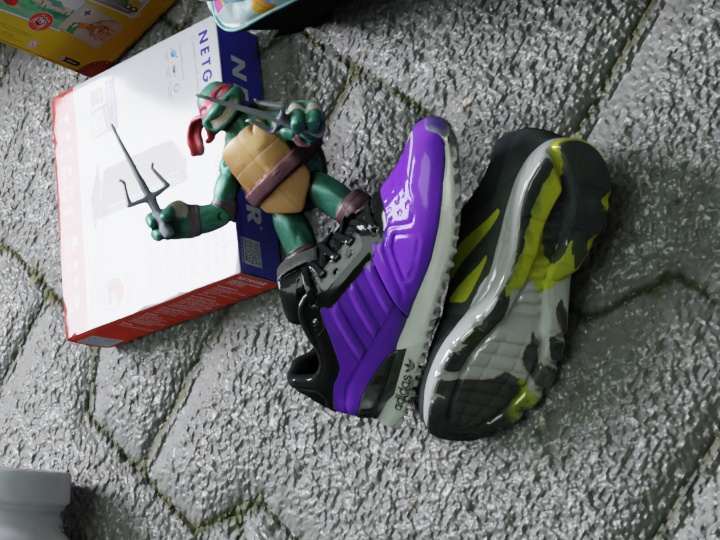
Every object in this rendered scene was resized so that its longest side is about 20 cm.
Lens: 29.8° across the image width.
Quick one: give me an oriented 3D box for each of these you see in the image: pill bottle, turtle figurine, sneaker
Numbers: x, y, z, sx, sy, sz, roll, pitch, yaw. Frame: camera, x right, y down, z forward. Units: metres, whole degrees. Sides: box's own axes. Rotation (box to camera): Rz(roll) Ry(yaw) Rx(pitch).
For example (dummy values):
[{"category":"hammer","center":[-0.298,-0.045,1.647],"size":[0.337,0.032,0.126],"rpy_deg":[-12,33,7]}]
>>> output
[{"category":"pill bottle","center":[-0.271,0.246,0.991],"size":[0.115,0.115,0.203],"rpy_deg":[-1,79,36]},{"category":"turtle figurine","center":[-0.057,-0.060,0.878],"size":[0.200,0.101,0.150],"rpy_deg":[45,126,-2]},{"category":"sneaker","center":[0.000,0.000,0.810],"size":[0.098,0.070,0.203],"rpy_deg":[12,114,-3]},{"category":"sneaker","center":[0.087,0.008,0.817],"size":[0.202,0.074,0.085],"rpy_deg":[-66,24,15]}]

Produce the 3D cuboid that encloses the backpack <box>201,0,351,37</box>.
[{"category":"backpack","center":[-0.057,-0.276,0.896],"size":[0.174,0.153,0.203],"rpy_deg":[-20,86,30]}]

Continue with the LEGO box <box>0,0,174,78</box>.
[{"category":"LEGO box","center":[-0.235,-0.245,1.023],"size":[0.148,0.199,0.078],"rpy_deg":[-38,60,23]}]

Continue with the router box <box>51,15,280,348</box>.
[{"category":"router box","center":[-0.150,-0.063,1.012],"size":[0.178,0.049,0.203],"rpy_deg":[-20,68,32]}]
